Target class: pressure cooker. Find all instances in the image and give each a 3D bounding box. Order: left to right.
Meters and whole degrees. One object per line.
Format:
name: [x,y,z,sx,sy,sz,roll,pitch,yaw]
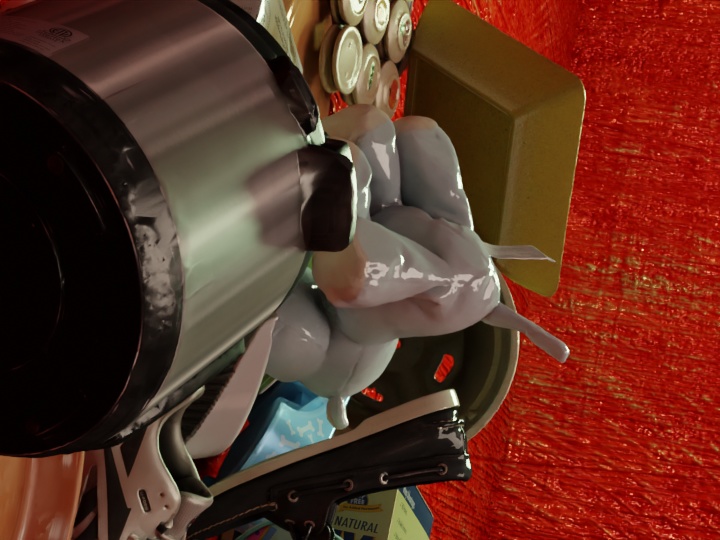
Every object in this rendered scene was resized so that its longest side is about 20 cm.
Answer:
pressure cooker: [-0.107,-0.033,0.765,0.178,0.176,0.200,-42,179,32]

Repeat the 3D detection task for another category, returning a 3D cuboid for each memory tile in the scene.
memory tile: [0.015,-0.219,1.361,0.153,0.017,0.202,27,72,-68]

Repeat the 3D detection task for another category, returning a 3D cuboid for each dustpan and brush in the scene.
dustpan and brush: [-0.115,0.093,1.113,0.139,0.057,0.202,-141,-119,-62]

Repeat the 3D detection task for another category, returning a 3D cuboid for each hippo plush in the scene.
hippo plush: [0.000,0.000,1.158,0.161,0.199,0.161,-39,-137,38]

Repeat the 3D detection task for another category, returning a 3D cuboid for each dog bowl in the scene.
dog bowl: [-0.055,0.113,1.318,0.111,0.049,0.201,-45,-168,40]

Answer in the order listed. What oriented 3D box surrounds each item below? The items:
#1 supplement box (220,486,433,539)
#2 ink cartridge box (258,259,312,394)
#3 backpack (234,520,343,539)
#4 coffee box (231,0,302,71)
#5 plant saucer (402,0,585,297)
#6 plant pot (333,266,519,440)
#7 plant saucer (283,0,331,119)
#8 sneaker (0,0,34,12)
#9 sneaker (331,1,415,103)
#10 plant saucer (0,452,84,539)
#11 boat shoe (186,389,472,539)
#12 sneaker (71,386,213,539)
supplement box: [-0.034,0.263,1.458,0.200,0.133,0.202,66,35,-68]
ink cartridge box: [-0.035,-0.006,1.332,0.104,0.059,0.200,-43,-171,32]
backpack: [-0.057,0.261,1.155,0.200,0.175,0.154,-44,157,-19]
coffee box: [-0.101,-0.067,1.049,0.115,0.079,0.202,71,30,-61]
plant saucer: [0.094,-0.100,1.496,0.048,0.200,0.202,-18,128,-32]
plant pot: [0.031,0.062,1.550,0.184,0.198,0.203,81,19,-86]
plant saucer: [-0.055,-0.127,1.300,0.200,0.032,0.203,9,90,-77]
sneaker: [-0.111,-0.096,0.921,0.199,0.074,0.088,26,47,-48]
sneaker: [0.011,-0.221,1.474,0.087,0.077,0.201,-64,159,-45]
plant saucer: [-0.188,0.116,0.890,0.200,0.032,0.203,8,90,-77]
boat shoe: [-0.022,0.140,1.118,0.075,0.197,0.067,78,-10,-81]
sneaker: [-0.133,0.150,1.043,0.074,0.087,0.202,-32,131,-76]
